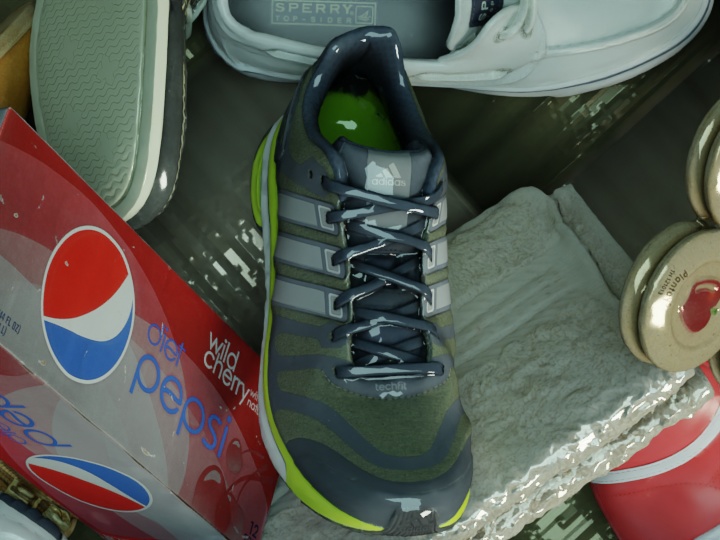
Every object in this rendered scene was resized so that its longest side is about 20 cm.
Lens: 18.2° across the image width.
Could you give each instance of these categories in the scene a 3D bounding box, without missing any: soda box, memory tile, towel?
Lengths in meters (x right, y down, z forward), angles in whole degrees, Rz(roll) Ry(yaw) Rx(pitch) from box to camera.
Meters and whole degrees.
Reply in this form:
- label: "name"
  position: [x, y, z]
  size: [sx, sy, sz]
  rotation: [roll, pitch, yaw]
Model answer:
- label: "soda box"
  position: [-0.097, 0.027, 0.751]
  size: [0.063, 0.200, 0.070]
  rotation: [0, 60, 29]
- label: "memory tile"
  position: [0.172, -0.047, 0.768]
  size: [0.153, 0.017, 0.201]
  rotation: [20, 96, -44]
- label: "towel"
  position: [0.021, 0.055, 0.822]
  size: [0.200, 0.133, 0.035]
  rotation: [-36, 130, 1]

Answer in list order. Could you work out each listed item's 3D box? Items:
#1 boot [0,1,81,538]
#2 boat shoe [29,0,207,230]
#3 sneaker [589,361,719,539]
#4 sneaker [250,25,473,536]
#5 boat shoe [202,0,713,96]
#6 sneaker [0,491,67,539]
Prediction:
- label: "boot"
  position: [-0.128, 0.017, 0.847]
  size: [0.144, 0.071, 0.202]
  rotation: [33, 92, -11]
- label: "boat shoe"
  position: [-0.078, -0.108, 0.815]
  size: [0.067, 0.072, 0.201]
  rotation: [18, 61, -45]
- label: "sneaker"
  position: [0.166, 0.026, 0.862]
  size: [0.199, 0.071, 0.113]
  rotation: [-36, 97, 0]
- label: "sneaker"
  position: [0.000, 0.000, 0.775]
  size: [0.073, 0.081, 0.201]
  rotation: [-2, 52, -14]
- label: "boat shoe"
  position: [0.040, -0.099, 0.851]
  size: [0.198, 0.065, 0.074]
  rotation: [-8, 92, -4]
- label: "sneaker"
  position: [-0.199, 0.151, 0.786]
  size: [0.198, 0.130, 0.080]
  rotation: [-9, 120, 9]
